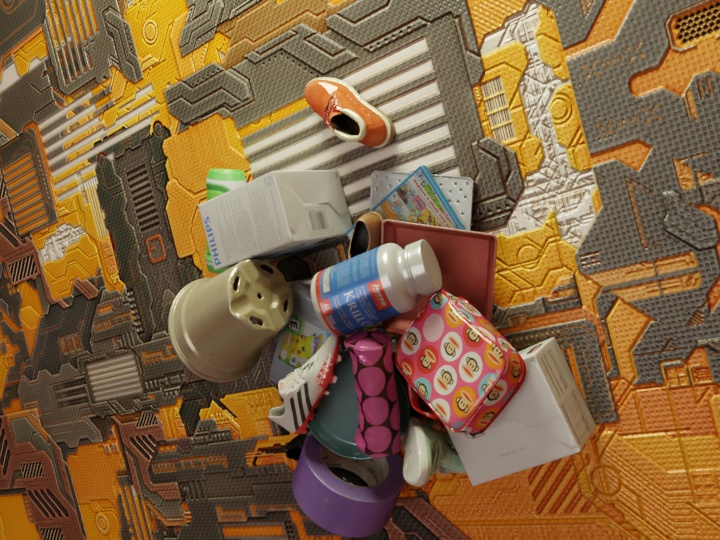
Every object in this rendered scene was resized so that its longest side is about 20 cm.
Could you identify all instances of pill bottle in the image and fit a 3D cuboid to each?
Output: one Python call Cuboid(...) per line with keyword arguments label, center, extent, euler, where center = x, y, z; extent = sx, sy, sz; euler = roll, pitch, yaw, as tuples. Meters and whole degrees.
Cuboid(label="pill bottle", center=(0.027, 0.024, 1.113), extent=(0.196, 0.112, 0.115), euler=(-22, 87, 23))

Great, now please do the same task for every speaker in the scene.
Cuboid(label="speaker", center=(-0.275, -0.101, 1.415), extent=(0.087, 0.088, 0.206), euler=(11, 105, 31))

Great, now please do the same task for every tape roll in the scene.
Cuboid(label="tape roll", center=(-0.022, 0.375, 1.260), extent=(0.198, 0.198, 0.087), euler=(32, 116, 24))

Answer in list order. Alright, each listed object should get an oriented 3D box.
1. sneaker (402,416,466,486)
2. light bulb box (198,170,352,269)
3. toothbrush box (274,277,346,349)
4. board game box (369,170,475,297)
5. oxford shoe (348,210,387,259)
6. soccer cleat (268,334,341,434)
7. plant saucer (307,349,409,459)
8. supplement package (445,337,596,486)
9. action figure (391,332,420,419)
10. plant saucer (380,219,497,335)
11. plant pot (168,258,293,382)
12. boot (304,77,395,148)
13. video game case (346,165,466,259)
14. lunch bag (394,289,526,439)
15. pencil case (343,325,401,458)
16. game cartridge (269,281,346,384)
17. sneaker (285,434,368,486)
Cuboid(label="sneaker", center=(0.130, 0.300, 1.118), extent=(0.115, 0.200, 0.076), euler=(19, 98, 1))
Cuboid(label="light bulb box", center=(-0.152, -0.094, 1.266), extent=(0.196, 0.196, 0.128), euler=(-17, 87, 35))
Cuboid(label="toothbrush box", center=(-0.087, 0.118, 1.327), extent=(0.143, 0.085, 0.206), euler=(-11, 94, 33))
Cuboid(label="board game box", center=(0.104, -0.065, 1.204), extent=(0.196, 0.026, 0.206), euler=(9, 103, 32))
Cuboid(label="oxford shoe", center=(0.000, 0.000, 1.207), extent=(0.070, 0.071, 0.206), euler=(12, 107, 29))
Cuboid(label="soccer cleat", center=(-0.093, 0.190, 1.176), extent=(0.083, 0.069, 0.203), euler=(22, 113, -8))
Cuboid(label="plant saucer", center=(-0.008, 0.232, 1.217), extent=(0.194, 0.027, 0.206), euler=(3, 104, 12))
Cuboid(label="supplement package", center=(0.245, 0.226, 1.110), extent=(0.198, 0.110, 0.159), euler=(-30, 83, 33))
Cuboid(label="action figure", center=(0.068, 0.207, 1.241), extent=(0.126, 0.069, 0.206), euler=(-2, 107, 19))
Cuboid(label="plant saucer", center=(0.130, 0.020, 1.153), extent=(0.195, 0.037, 0.205), euler=(9, 113, 22))
Cuboid(label="plant pot", center=(-0.218, 0.077, 1.243), extent=(0.182, 0.198, 0.205), euler=(-32, 81, 45))
Cuboid(label="boot", center=(-0.040, -0.282, 1.214), extent=(0.198, 0.106, 0.076), euler=(36, 118, 25))
Cuboid(label="video game case", center=(0.076, -0.062, 1.197), extent=(0.199, 0.018, 0.145), euler=(-39, 76, 32))
Cuboid(label="lunch bag", center=(0.141, 0.151, 1.065), extent=(0.178, 0.081, 0.200), euler=(-55, 45, 15))
Cuboid(label="pencil case", center=(0.019, 0.201, 1.144), extent=(0.092, 0.089, 0.206), euler=(9, 110, 44))
Cuboid(label="game cartridge", center=(-0.092, 0.138, 1.264), extent=(0.131, 0.040, 0.205), euler=(21, 108, 22))
Cuboid(label="sneaker", center=(-0.069, 0.398, 1.364), extent=(0.197, 0.090, 0.078), euler=(31, 113, 24))
